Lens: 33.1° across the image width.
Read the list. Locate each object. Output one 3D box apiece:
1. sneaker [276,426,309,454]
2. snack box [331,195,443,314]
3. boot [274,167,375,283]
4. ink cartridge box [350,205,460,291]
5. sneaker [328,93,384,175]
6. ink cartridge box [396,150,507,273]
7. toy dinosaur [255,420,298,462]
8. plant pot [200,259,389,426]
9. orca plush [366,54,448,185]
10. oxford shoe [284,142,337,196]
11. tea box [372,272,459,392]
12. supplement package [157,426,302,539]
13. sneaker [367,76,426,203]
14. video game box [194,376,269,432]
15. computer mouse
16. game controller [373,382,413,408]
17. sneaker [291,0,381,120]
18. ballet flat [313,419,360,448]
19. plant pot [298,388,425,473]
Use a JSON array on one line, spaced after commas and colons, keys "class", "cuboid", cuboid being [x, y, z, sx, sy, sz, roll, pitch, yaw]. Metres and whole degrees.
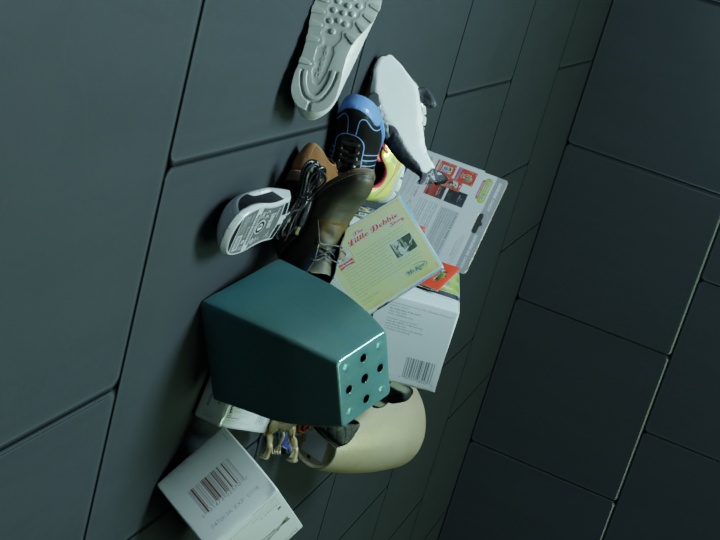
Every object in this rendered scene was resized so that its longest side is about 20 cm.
[{"class": "sneaker", "cuboid": [-0.073, 0.206, 1.910, 0.076, 0.078, 0.201, 88, 27, -53]}, {"class": "snack box", "cuboid": [0.000, 0.000, 1.648, 0.199, 0.117, 0.037, -32, 173, 1]}, {"class": "boot", "cuboid": [-0.035, -0.041, 1.547, 0.074, 0.098, 0.200, 9, 141, -35]}, {"class": "ink cartridge box", "cuboid": [0.043, -0.038, 1.763, 0.109, 0.199, 0.051, -39, 145, -61]}, {"class": "sneaker", "cuboid": [-0.012, -0.150, 1.681, 0.201, 0.070, 0.078, 92, 18, -51]}, {"class": "ink cartridge box", "cuboid": [0.137, -0.084, 2.068, 0.201, 0.174, 0.084, -62, 163, -21]}, {"class": "toy dinosaur", "cuboid": [-0.112, 0.219, 1.727, 0.200, 0.058, 0.102, -177, -87, -66]}, {"class": "plant pot", "cuboid": [-0.069, 0.100, 1.466, 0.141, 0.199, 0.142, -30, 127, -40]}, {"class": "orca plush", "cuboid": [0.062, -0.204, 1.729, 0.105, 0.201, 0.071, -31, 172, -21]}, {"class": "oxford shoe", "cuboid": [-0.046, -0.108, 1.629, 0.200, 0.071, 0.072, 67, 39, -68]}, {"class": "tea box", "cuboid": [0.035, 0.059, 1.781, 0.197, 0.198, 0.135, -74, 180, -70]}, {"class": "supplement package", "cuboid": [-0.168, 0.311, 1.599, 0.117, 0.117, 0.200, -41, 157, -11]}, {"class": "sneaker", "cuboid": [0.037, -0.191, 1.789, 0.090, 0.078, 0.202, -15, 121, -59]}, {"class": "video game box", "cuboid": [-0.141, 0.124, 1.641, 0.183, 0.047, 0.200, -66, 165, -4]}, {"class": "computer mouse", "cuboid": [-0.117, -0.072, 1.452, 0.200, 0.044, 0.110, -23, 146, -60]}, {"class": "game controller", "cuboid": [-0.012, 0.161, 1.861, 0.199, 0.104, 0.042, 29, 55, -35]}, {"class": "sneaker", "cuboid": [-0.030, -0.280, 1.480, 0.201, 0.076, 0.081, -64, 175, -4]}, {"class": "ballet flat", "cuboid": [-0.071, 0.197, 1.829, 0.057, 0.066, 0.200, -45, 129, -7]}, {"class": "plant pot", "cuboid": [-0.019, 0.264, 2.028, 0.199, 0.186, 0.189, -12, 123, -56]}]
